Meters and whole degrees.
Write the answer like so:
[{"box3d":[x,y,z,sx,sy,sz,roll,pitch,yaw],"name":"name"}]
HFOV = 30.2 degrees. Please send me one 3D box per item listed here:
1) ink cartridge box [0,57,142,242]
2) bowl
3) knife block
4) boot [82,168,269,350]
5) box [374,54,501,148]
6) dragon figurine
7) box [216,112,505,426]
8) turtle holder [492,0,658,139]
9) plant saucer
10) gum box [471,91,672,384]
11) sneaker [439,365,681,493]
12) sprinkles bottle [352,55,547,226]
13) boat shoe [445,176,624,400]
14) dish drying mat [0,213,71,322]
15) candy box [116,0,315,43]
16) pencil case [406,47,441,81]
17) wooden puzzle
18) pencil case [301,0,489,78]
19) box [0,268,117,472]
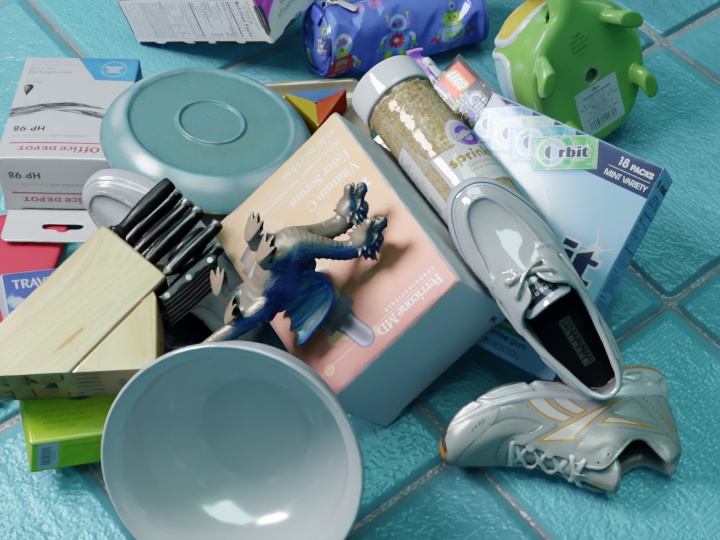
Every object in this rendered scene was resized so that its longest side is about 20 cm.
[{"box3d":[-0.272,-0.117,1.261,0.115,0.067,0.200,1,44,-1],"name":"ink cartridge box"},{"box3d":[-0.088,0.134,1.017,0.200,0.202,0.090,10,19,8],"name":"bowl"},{"box3d":[-0.207,0.009,1.059,0.199,0.064,0.176,-3,67,-4],"name":"knife block"},{"box3d":[-0.166,0.000,1.127,0.200,0.074,0.096,37,36,-4],"name":"boot"},{"box3d":[0.108,-0.078,1.202,0.137,0.038,0.200,-45,67,8],"name":"box"},{"box3d":[-0.058,0.016,1.027,0.099,0.200,0.059,19,20,-36],"name":"dragon figurine"},{"box3d":[0.000,0.000,1.105,0.152,0.106,0.200,-43,58,12],"name":"box"},{"box3d":[0.184,-0.209,1.286,0.141,0.185,0.132,-57,37,5],"name":"turtle holder"},{"box3d":[-0.139,-0.129,1.230,0.199,0.027,0.201,7,44,-7],"name":"plant saucer"},{"box3d":[0.141,-0.027,1.132,0.170,0.045,0.201,28,90,26],"name":"gum box"},{"box3d":[0.165,0.138,1.065,0.199,0.076,0.092,-11,56,-7],"name":"sneaker"},{"box3d":[0.073,-0.090,1.114,0.068,0.068,0.200,-27,65,-21],"name":"sprinkles bottle"},{"box3d":[0.139,0.013,1.017,0.074,0.065,0.200,-40,96,5],"name":"boat shoe"},{"box3d":[-0.322,0.030,1.185,0.076,0.018,0.201,9,52,5],"name":"dish drying mat"},{"box3d":[-0.136,-0.296,1.377,0.199,0.061,0.136,8,46,38],"name":"candy box"},{"box3d":[0.111,-0.133,1.276,0.200,0.086,0.084,36,32,23],"name":"pencil case"},{"box3d":[-0.078,-0.116,1.287,0.184,0.046,0.201,-4,51,-4],"name":"wooden puzzle"},{"box3d":[0.035,-0.257,1.373,0.199,0.087,0.078,-16,48,-17],"name":"pencil case"},{"box3d":[-0.233,0.067,1.122,0.121,0.048,0.200,-6,51,-20],"name":"box"}]
